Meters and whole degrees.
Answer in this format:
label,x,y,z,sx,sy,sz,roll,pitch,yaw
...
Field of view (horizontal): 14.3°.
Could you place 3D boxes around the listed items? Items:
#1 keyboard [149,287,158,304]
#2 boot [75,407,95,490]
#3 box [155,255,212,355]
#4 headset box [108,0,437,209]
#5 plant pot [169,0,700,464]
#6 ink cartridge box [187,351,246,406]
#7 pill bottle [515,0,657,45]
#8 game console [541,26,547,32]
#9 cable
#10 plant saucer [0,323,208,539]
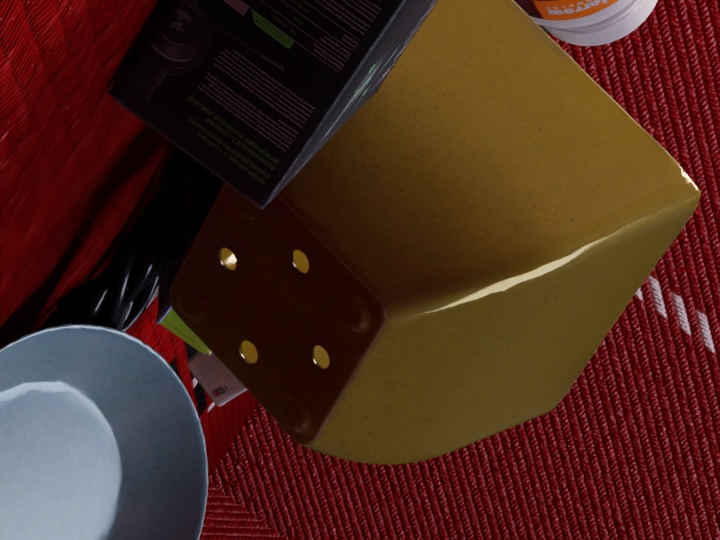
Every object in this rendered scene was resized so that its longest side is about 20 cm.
label,x,y,z,sx,sy,sz,roll,pitch,yaw
keyboard,-0.162,0.036,1.903,0.200,0.011,0.056,-52,177,-44
boot,-0.207,0.123,1.666,0.200,0.074,0.155,-50,-177,20
box,-0.075,-0.025,1.770,0.122,0.048,0.200,-51,-168,9
headset box,-0.011,-0.145,1.338,0.200,0.093,0.174,-55,178,29
plant pot,0.016,-0.014,1.510,0.200,0.196,0.194,-26,156,-44
ink cartridge box,0.000,0.000,1.758,0.196,0.043,0.200,-37,-177,-20
pill bottle,0.114,-0.214,1.694,0.113,0.113,0.200,-54,150,-7
game console,0.030,-0.156,1.928,0.200,0.117,0.176,-22,-169,-41
cable,-0.126,-0.011,1.599,0.163,0.051,0.200,-48,-179,-21
plant saucer,-0.171,0.124,1.538,0.039,0.201,0.201,13,-121,47
